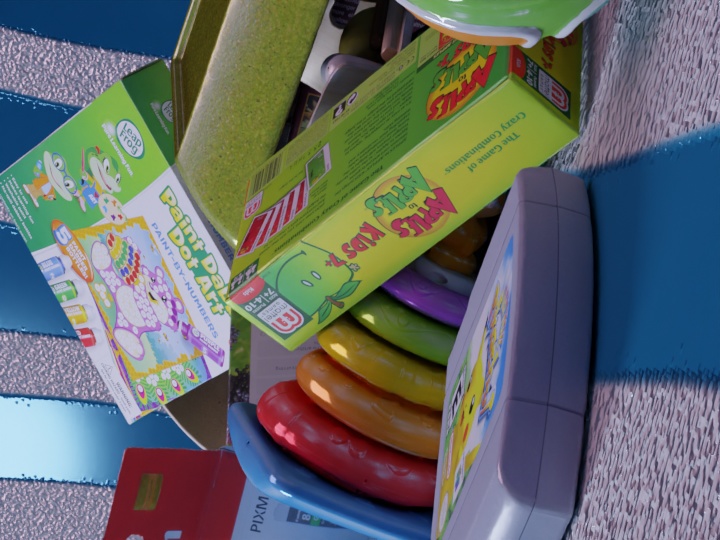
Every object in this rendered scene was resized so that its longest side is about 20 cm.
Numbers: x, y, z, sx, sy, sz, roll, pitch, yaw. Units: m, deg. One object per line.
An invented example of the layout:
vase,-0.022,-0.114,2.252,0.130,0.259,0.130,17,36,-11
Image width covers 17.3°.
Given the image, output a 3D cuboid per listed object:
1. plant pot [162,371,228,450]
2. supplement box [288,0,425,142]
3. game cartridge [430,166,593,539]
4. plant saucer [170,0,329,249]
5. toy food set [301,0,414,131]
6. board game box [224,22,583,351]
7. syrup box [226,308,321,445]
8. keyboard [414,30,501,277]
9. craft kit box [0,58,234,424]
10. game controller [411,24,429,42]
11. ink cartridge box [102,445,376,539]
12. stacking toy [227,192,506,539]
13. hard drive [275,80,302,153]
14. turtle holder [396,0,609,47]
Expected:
plant pot,-0.053,0.025,1.655,0.134,0.200,0.201,-30,-29,-39
supplement box,0.014,-0.127,1.566,0.086,0.110,0.201,-89,14,-66
game cartridge,0.063,0.055,0.986,0.201,0.040,0.134,-82,11,-48
plant saucer,-0.067,-0.146,1.373,0.200,0.048,0.201,-100,29,-60
toy food set,-0.019,-0.112,1.341,0.200,0.060,0.144,-79,12,-53
board game box,0.021,-0.056,1.154,0.200,0.048,0.102,-37,28,32
syrup box,-0.038,0.116,1.428,0.082,0.078,0.201,82,-173,-55
keyboard,0.038,-0.050,1.227,0.104,0.039,0.201,35,119,58
craft kit box,-0.144,-0.014,1.591,0.048,0.201,0.197,-30,0,-42
game controller,0.049,-0.089,1.326,0.200,0.042,0.105,161,101,-72
ink cartridge box,-0.059,0.175,1.252,0.200,0.050,0.162,6,-79,-52
stacking toy,0.026,0.029,1.183,0.201,0.109,0.116,-65,23,9
hard drive,-0.058,-0.136,1.561,0.200,0.038,0.140,-138,61,-84
turtle holder,0.066,-0.183,1.007,0.132,0.140,0.187,64,-153,-71
